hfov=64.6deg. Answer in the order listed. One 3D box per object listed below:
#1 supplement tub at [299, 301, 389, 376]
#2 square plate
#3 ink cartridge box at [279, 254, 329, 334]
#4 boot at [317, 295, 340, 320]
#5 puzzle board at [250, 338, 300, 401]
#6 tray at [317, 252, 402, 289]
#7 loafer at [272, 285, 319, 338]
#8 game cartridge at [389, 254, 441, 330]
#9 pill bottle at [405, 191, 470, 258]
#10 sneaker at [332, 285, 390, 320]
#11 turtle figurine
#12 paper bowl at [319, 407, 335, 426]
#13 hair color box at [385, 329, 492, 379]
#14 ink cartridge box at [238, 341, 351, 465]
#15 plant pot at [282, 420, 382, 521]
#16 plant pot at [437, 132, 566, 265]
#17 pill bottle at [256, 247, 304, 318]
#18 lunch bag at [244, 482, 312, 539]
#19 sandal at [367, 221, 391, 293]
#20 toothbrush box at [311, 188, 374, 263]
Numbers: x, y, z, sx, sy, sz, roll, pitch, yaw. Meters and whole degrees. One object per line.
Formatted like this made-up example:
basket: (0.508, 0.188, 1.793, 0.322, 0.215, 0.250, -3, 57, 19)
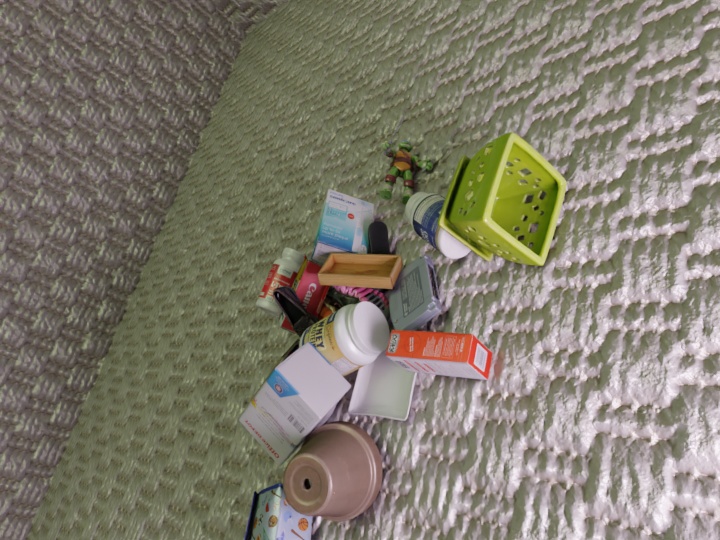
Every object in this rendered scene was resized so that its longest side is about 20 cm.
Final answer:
supplement tub: (-0.038, 0.169, 1.360, 0.198, 0.143, 0.148, -32, 42, 37)
square plate: (0.065, 0.243, 1.324, 0.197, 0.028, 0.203, -9, 57, 48)
ink cartridge box: (-0.153, 0.072, 1.599, 0.176, 0.082, 0.205, -143, 75, -78)
boot: (-0.074, 0.149, 1.537, 0.109, 0.074, 0.200, -59, 26, 4)
puzzle board: (-0.232, 0.277, 1.589, 0.152, 0.017, 0.200, -54, -1, 9)
tray: (0.000, 0.000, 1.440, 0.194, 0.038, 0.099, 3, 36, 21)
loafer: (-0.166, 0.126, 1.506, 0.072, 0.063, 0.201, -44, 74, 14)
game cartridge: (0.125, 0.062, 1.354, 0.132, 0.040, 0.202, -36, 30, 24)
pill bottle: (0.187, -0.118, 1.369, 0.112, 0.110, 0.200, -53, 35, 6)
sneaker: (-0.002, 0.090, 1.459, 0.198, 0.078, 0.098, 32, 123, 35)
turtle figurine: (0.123, -0.296, 1.558, 0.198, 0.142, 0.199, -14, 57, 49)
paper bowl: (-0.147, 0.302, 1.479, 0.198, 0.103, 0.205, -30, 44, 33)
hair color box: (0.160, 0.172, 1.172, 0.196, 0.101, 0.063, -2, 61, 39)
ink cartridge box: (-0.151, 0.302, 1.299, 0.201, 0.147, 0.146, -52, -10, 32)
plant pot: (-0.074, 0.422, 1.171, 0.195, 0.174, 0.207, -4, 81, 24)
plant pot: (0.286, -0.137, 1.196, 0.180, 0.197, 0.204, -3, 61, 58)
pill bottle: (-0.239, 0.039, 1.782, 0.111, 0.111, 0.204, 5, 69, 52)
lunch bag: (-0.201, 0.599, 1.314, 0.199, 0.122, 0.174, -38, 37, 48)
sandal: (0.052, -0.031, 1.516, 0.045, 0.073, 0.206, 101, 168, -67)
toothbrush box: (-0.047, -0.110, 1.594, 0.086, 0.143, 0.204, 118, 166, -49)
